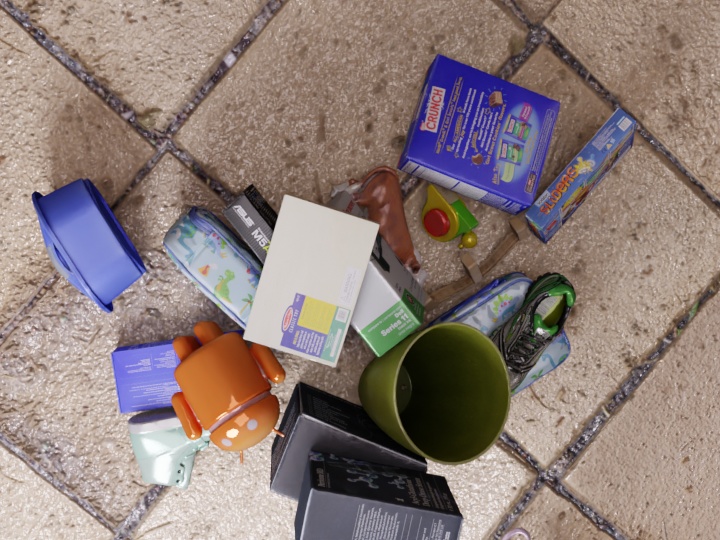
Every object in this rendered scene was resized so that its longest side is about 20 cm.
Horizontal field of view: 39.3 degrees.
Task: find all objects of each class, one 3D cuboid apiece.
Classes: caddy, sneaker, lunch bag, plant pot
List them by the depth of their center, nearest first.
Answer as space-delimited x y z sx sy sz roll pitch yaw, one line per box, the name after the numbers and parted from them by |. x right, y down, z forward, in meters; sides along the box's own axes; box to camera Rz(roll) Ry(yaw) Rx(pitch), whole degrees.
0.082 0.172 1.429 0.185 0.199 0.190 3 84 -26 | plant pot
-0.394 -0.036 1.440 0.104 0.141 0.202 -32 97 -5 | caddy
-0.191 -0.002 1.441 0.200 0.161 0.083 45 88 -10 | lunch bag
0.237 0.093 1.444 0.077 0.085 0.202 30 95 -4 | sneaker
-0.243 0.263 1.523 0.197 0.074 0.120 -8 105 -6 | sneaker
0.204 0.106 1.527 0.199 0.082 0.162 -33 98 1 | lunch bag

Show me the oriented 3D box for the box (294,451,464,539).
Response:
0.019 0.324 1.309 0.197 0.148 0.109 11 97 -6 | box

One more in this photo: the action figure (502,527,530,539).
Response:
0.297 0.515 1.593 0.198 0.134 0.151 19 53 -18 | action figure

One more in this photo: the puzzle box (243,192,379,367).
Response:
-0.066 0.013 1.323 0.131 0.025 0.203 17 99 -4 | puzzle box

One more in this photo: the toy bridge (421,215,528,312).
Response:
0.168 -0.001 1.519 0.199 0.067 0.027 -38 63 0 | toy bridge

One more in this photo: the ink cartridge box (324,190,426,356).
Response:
0.000 0.000 1.411 0.083 0.147 0.201 -36 99 15 | ink cartridge box

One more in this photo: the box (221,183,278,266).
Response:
-0.114 -0.030 1.429 0.047 0.200 0.194 -40 97 4 | box

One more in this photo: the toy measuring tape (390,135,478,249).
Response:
0.102 -0.107 1.511 0.073 0.074 0.201 -40 81 2 | toy measuring tape

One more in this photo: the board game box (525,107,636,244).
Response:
0.323 -0.134 1.479 0.034 0.135 0.200 42 92 15 | board game box

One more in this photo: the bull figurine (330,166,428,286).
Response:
0.028 -0.051 1.504 0.120 0.065 0.203 -12 97 0 | bull figurine

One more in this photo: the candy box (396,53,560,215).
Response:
0.171 -0.196 1.469 0.198 0.077 0.171 21 76 -8 | candy box

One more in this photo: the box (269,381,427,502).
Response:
-0.022 0.272 1.473 0.198 0.197 0.125 23 96 -6 | box

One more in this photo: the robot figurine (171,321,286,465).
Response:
-0.188 0.169 1.434 0.143 0.117 0.201 -27 81 -32 | robot figurine

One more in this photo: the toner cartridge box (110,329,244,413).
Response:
-0.268 0.152 1.519 0.197 0.043 0.097 -7 98 -3 | toner cartridge box
